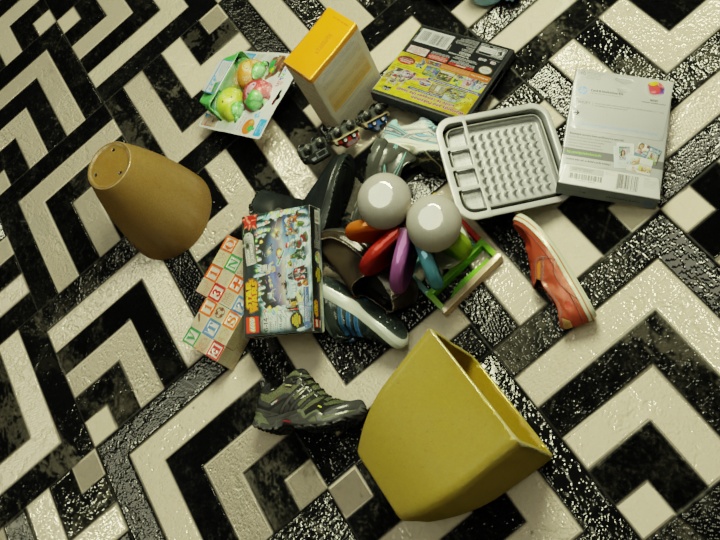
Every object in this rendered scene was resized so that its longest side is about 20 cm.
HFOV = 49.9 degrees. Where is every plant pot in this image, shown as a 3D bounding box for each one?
[{"bbox_3d":[-0.403,-0.144,1.426,0.182,0.200,0.191,-8,67,18],"label":"plant pot"},{"bbox_3d":[0.113,0.237,1.067,0.200,0.195,0.195,-43,59,7],"label":"plant pot"}]

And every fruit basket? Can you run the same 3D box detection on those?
[{"bbox_3d":[-0.215,-0.345,1.479,0.198,0.093,0.188,17,75,47],"label":"fruit basket"}]

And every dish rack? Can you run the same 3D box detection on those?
[{"bbox_3d":[0.223,-0.168,1.227,0.195,0.044,0.175,-12,74,-9],"label":"dish rack"}]

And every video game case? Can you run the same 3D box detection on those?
[{"bbox_3d":[0.144,-0.345,1.364,0.197,0.026,0.182,24,67,28],"label":"video game case"}]

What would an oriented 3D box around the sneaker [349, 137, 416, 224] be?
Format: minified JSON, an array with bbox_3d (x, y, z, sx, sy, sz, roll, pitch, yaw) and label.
[{"bbox_3d":[0.033,-0.114,1.290,0.078,0.075,0.204,18,101,7],"label":"sneaker"}]

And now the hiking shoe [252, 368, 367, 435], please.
[{"bbox_3d":[-0.083,0.202,1.221,0.195,0.076,0.103,-7,69,20],"label":"hiking shoe"}]

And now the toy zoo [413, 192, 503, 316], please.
[{"bbox_3d":[0.121,-0.038,1.269,0.131,0.020,0.200,-43,60,1],"label":"toy zoo"}]

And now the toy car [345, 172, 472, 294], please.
[{"bbox_3d":[0.067,-0.043,1.172,0.197,0.175,0.152,25,84,16],"label":"toy car"}]

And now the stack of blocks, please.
[{"bbox_3d":[-0.228,0.055,1.352,0.114,0.059,0.203,23,79,28],"label":"stack of blocks"}]

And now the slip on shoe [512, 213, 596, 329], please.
[{"bbox_3d":[0.279,-0.001,1.164,0.060,0.074,0.203,-31,65,10],"label":"slip on shoe"}]

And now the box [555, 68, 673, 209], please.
[{"bbox_3d":[0.393,-0.206,1.197,0.152,0.041,0.204,10,74,10],"label":"box"}]

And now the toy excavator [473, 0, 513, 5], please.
[{"bbox_3d":[0.198,-0.539,1.412,0.199,0.100,0.197,-37,58,14],"label":"toy excavator"}]

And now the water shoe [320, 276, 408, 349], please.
[{"bbox_3d":[-0.007,0.085,1.257,0.198,0.071,0.080,33,110,28],"label":"water shoe"}]

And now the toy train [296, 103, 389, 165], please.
[{"bbox_3d":[-0.025,-0.240,1.367,0.198,0.047,0.034,-34,23,-21],"label":"toy train"}]

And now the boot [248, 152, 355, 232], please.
[{"bbox_3d":[-0.111,-0.125,1.368,0.165,0.076,0.204,14,81,23],"label":"boot"}]

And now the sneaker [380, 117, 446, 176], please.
[{"bbox_3d":[0.118,-0.219,1.316,0.196,0.078,0.088,13,70,26],"label":"sneaker"}]

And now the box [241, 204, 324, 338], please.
[{"bbox_3d":[-0.128,0.004,1.264,0.134,0.040,0.205,-8,80,26],"label":"box"}]

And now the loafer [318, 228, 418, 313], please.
[{"bbox_3d":[0.000,0.000,1.246,0.198,0.074,0.071,30,40,19],"label":"loafer"}]

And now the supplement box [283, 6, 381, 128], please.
[{"bbox_3d":[-0.040,-0.341,1.358,0.073,0.200,0.127,36,83,26],"label":"supplement box"}]
